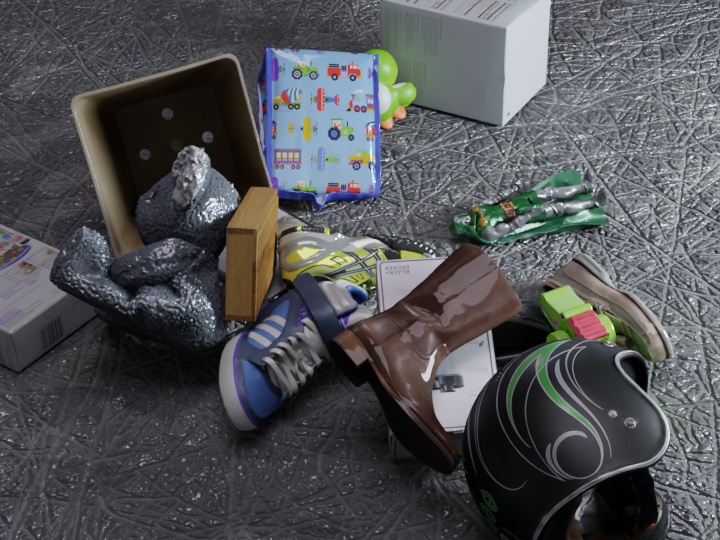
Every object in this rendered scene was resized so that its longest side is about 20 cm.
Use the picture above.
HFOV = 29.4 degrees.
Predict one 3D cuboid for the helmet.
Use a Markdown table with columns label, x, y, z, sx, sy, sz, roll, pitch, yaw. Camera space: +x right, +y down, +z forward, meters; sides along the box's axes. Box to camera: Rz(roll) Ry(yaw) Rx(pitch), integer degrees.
| label | x | y | z | sx | sy | sz | roll | pitch | yaw |
| --- | --- | --- | --- | --- | --- | --- | --- | --- | --- |
| helmet | 0.189 | 0.159 | 1.246 | 0.198 | 0.201 | 0.191 | -12 | 43 | -14 |

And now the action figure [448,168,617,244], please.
| label | x | y | z | sx | sy | sz | roll | pitch | yaw |
| --- | --- | --- | --- | --- | --- | --- | --- | --- | --- |
| action figure | 0.202 | -0.074 | 1.692 | 0.198 | 0.055 | 0.118 | -16 | 40 | -12 |

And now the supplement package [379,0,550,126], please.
| label | x | y | z | sx | sy | sz | roll | pitch | yaw |
| --- | --- | --- | --- | --- | --- | --- | --- | --- | --- |
| supplement package | 0.149 | -0.324 | 1.956 | 0.199 | 0.153 | 0.151 | 18 | 39 | 25 |

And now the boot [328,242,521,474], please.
| label | x | y | z | sx | sy | sz | roll | pitch | yaw |
| --- | --- | --- | --- | --- | --- | --- | --- | --- | --- |
| boot | 0.097 | 0.078 | 1.336 | 0.199 | 0.064 | 0.187 | -31 | 66 | -23 |

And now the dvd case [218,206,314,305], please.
| label | x | y | z | sx | sy | sz | roll | pitch | yaw |
| --- | --- | --- | --- | --- | --- | --- | --- | --- | --- |
| dvd case | -0.122 | -0.029 | 1.669 | 0.142 | 0.018 | 0.199 | -31 | 44 | -34 |

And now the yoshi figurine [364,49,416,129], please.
| label | x | y | z | sx | sy | sz | roll | pitch | yaw |
| --- | --- | --- | --- | --- | --- | --- | --- | --- | --- |
| yoshi figurine | -0.023 | -0.252 | 1.906 | 0.198 | 0.113 | 0.112 | -12 | 30 | -20 |

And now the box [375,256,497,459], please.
| label | x | y | z | sx | sy | sz | roll | pitch | yaw |
| --- | --- | --- | --- | --- | --- | --- | --- | --- | --- |
| box | 0.077 | 0.087 | 1.397 | 0.115 | 0.060 | 0.202 | -4 | 59 | -3 |

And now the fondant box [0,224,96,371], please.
| label | x | y | z | sx | sy | sz | roll | pitch | yaw |
| --- | --- | --- | --- | --- | --- | --- | --- | --- | --- |
| fondant box | -0.412 | 0.024 | 1.574 | 0.199 | 0.059 | 0.144 | 22 | 42 | 28 |

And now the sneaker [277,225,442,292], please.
| label | x | y | z | sx | sy | sz | roll | pitch | yaw |
| --- | --- | --- | --- | --- | --- | --- | --- | --- | --- |
| sneaker | 0.000 | 0.000 | 1.593 | 0.198 | 0.075 | 0.077 | 5 | 74 | -7 |

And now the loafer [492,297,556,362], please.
| label | x | y | z | sx | sy | sz | roll | pitch | yaw |
| --- | --- | --- | --- | --- | --- | --- | --- | --- | --- |
| loafer | 0.120 | 0.069 | 1.474 | 0.199 | 0.069 | 0.070 | -6 | 26 | -12 |

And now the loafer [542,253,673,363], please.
| label | x | y | z | sx | sy | sz | roll | pitch | yaw |
| --- | --- | --- | --- | --- | --- | --- | --- | --- | --- |
| loafer | 0.269 | 0.051 | 1.507 | 0.063 | 0.072 | 0.200 | -27 | 33 | -7 |

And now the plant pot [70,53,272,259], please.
| label | x | y | z | sx | sy | sz | roll | pitch | yaw |
| --- | --- | --- | --- | --- | --- | --- | --- | --- | --- |
| plant pot | -0.225 | -0.143 | 1.670 | 0.198 | 0.202 | 0.177 | -16 | 12 | -5 |

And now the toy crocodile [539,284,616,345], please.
| label | x | y | z | sx | sy | sz | roll | pitch | yaw |
| --- | --- | --- | --- | --- | --- | --- | --- | --- | --- |
| toy crocodile | 0.246 | 0.095 | 1.417 | 0.067 | 0.062 | 0.201 | -14 | 56 | -17 |

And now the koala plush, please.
| label | x | y | z | sx | sy | sz | roll | pitch | yaw |
| --- | --- | --- | --- | --- | --- | --- | --- | --- | --- |
| koala plush | -0.195 | -0.026 | 1.483 | 0.182 | 0.177 | 0.201 | 20 | 77 | 19 |

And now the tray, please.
| label | x | y | z | sx | sy | sz | roll | pitch | yaw |
| --- | --- | --- | --- | --- | --- | --- | --- | --- | --- |
| tray | -0.117 | -0.022 | 1.503 | 0.037 | 0.100 | 0.200 | 3 | 16 | 3 |

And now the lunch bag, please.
| label | x | y | z | sx | sy | sz | roll | pitch | yaw |
| --- | --- | --- | --- | --- | --- | --- | --- | --- | --- |
| lunch bag | -0.052 | -0.175 | 1.766 | 0.149 | 0.094 | 0.202 | 1 | 70 | -12 |

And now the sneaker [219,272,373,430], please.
| label | x | y | z | sx | sy | sz | roll | pitch | yaw |
| --- | --- | --- | --- | --- | --- | --- | --- | --- | --- |
| sneaker | -0.056 | 0.077 | 1.427 | 0.145 | 0.081 | 0.200 | -19 | 24 | 21 |
